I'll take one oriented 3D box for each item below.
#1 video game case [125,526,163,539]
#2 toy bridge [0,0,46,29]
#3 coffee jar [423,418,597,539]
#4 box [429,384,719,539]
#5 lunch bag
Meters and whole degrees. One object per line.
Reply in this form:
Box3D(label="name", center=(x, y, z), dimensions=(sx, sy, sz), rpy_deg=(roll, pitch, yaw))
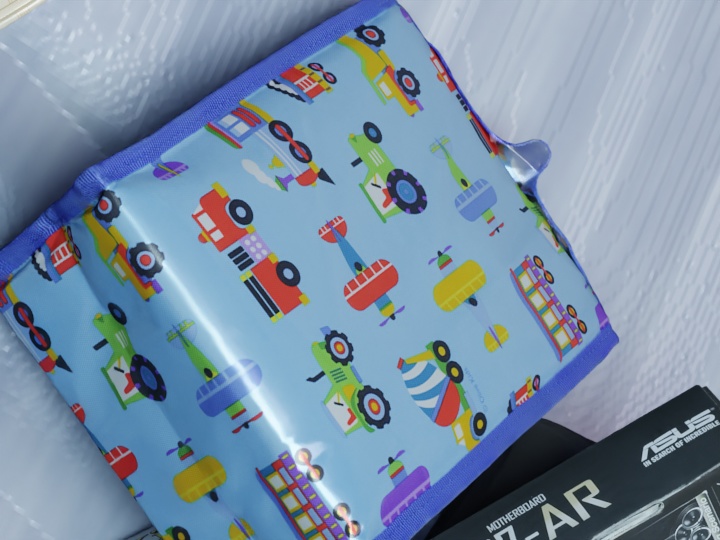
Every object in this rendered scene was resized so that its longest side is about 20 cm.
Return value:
Box3D(label="video game case", center=(-0.066, 0.193, 0.975), dimensions=(0.181, 0.045, 0.200), rpy_deg=(-23, 108, -33))
Box3D(label="toy bridge", center=(-0.100, -0.108, 0.906), dimensions=(0.200, 0.067, 0.027), rpy_deg=(-43, 118, -26))
Box3D(label="coffee jar", center=(0.106, 0.141, 1.075), dimensions=(0.200, 0.085, 0.104), rpy_deg=(40, 84, -34))
Box3D(label="box", center=(0.091, 0.158, 0.996), dimensions=(0.160, 0.044, 0.200), rpy_deg=(-31, 124, -4))
Box3D(label="lunch bag", center=(0.000, 0.000, 0.965), dimensions=(0.200, 0.094, 0.151), rpy_deg=(-36, 92, -39))
